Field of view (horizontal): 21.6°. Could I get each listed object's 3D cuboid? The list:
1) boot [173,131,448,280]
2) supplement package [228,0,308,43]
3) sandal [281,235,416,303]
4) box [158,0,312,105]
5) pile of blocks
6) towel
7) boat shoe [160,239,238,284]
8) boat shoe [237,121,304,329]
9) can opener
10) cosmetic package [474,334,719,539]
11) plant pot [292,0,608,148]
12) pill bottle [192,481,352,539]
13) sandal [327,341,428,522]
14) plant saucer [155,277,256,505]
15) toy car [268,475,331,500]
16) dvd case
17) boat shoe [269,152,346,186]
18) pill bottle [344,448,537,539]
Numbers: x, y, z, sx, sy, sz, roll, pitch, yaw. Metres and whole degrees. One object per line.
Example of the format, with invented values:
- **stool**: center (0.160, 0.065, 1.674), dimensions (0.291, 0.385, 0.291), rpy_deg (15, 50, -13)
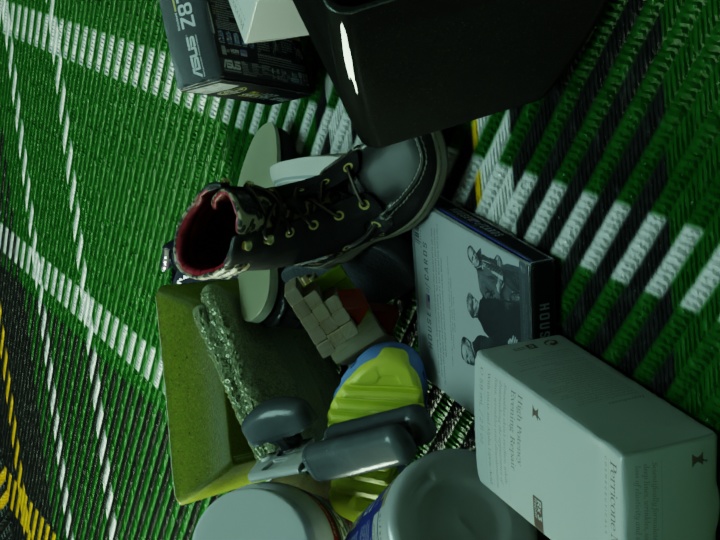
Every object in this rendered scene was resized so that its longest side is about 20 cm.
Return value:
- **boot**: center (-0.039, -0.050, 1.421), dimensions (0.200, 0.150, 0.074), rpy_deg (-32, 72, 48)
- **supplement package**: center (-0.035, -0.286, 1.439), dimensions (0.200, 0.119, 0.122), rpy_deg (113, 142, -55)
- **sandal**: center (0.001, 0.000, 1.579), dimensions (0.076, 0.043, 0.200), rpy_deg (44, 154, -17)
- **box**: center (-0.111, -0.228, 1.602), dimensions (0.200, 0.049, 0.162), rpy_deg (-7, -95, -70)
- **pile of blocks**: center (-0.007, 0.032, 1.518), dimensions (0.082, 0.062, 0.200), rpy_deg (60, -176, 15)
- **towel**: center (-0.066, 0.102, 1.684), dimensions (0.036, 0.148, 0.201), rpy_deg (-45, 51, 28)
- **boat shoe**: center (-0.139, -0.023, 1.862), dimensions (0.200, 0.092, 0.075), rpy_deg (125, 131, -62)
- **boat shoe**: center (-0.073, -0.040, 1.719), dimensions (0.074, 0.063, 0.203), rpy_deg (-38, 47, 48)
- **can opener**: center (-0.027, 0.126, 1.459), dimensions (0.199, 0.053, 0.067), rpy_deg (-19, 106, 50)
- **cosmetic package**: center (0.149, 0.122, 1.225), dimensions (0.200, 0.074, 0.102), rpy_deg (-145, 48, -63)
- **plant pot**: center (0.041, -0.197, 1.208), dimensions (0.178, 0.199, 0.200), rpy_deg (91, 158, -54)
- **pill bottle**: center (-0.069, 0.234, 1.560), dimensions (0.200, 0.113, 0.115), rpy_deg (50, -156, -76)
- **sandal**: center (0.015, 0.121, 1.543), dimensions (0.201, 0.079, 0.087), rpy_deg (103, -177, -48)
- **plant saucer**: center (-0.113, 0.108, 1.785), dimensions (0.048, 0.200, 0.201), rpy_deg (-5, 90, 27)
- **toy car**: center (-0.070, 0.226, 1.752), dimensions (0.164, 0.157, 0.202), rpy_deg (61, -143, -76)
- **dvd case**: center (0.090, 0.037, 1.400), dimensions (0.200, 0.025, 0.151), rpy_deg (-143, 47, -62)
- **boat shoe**: center (-0.017, -0.064, 1.579), dimensions (0.200, 0.072, 0.069), rpy_deg (1, 98, 59)
- **pill bottle**: center (0.049, 0.223, 1.457), dimensions (0.200, 0.119, 0.120), rpy_deg (125, 131, -61)
